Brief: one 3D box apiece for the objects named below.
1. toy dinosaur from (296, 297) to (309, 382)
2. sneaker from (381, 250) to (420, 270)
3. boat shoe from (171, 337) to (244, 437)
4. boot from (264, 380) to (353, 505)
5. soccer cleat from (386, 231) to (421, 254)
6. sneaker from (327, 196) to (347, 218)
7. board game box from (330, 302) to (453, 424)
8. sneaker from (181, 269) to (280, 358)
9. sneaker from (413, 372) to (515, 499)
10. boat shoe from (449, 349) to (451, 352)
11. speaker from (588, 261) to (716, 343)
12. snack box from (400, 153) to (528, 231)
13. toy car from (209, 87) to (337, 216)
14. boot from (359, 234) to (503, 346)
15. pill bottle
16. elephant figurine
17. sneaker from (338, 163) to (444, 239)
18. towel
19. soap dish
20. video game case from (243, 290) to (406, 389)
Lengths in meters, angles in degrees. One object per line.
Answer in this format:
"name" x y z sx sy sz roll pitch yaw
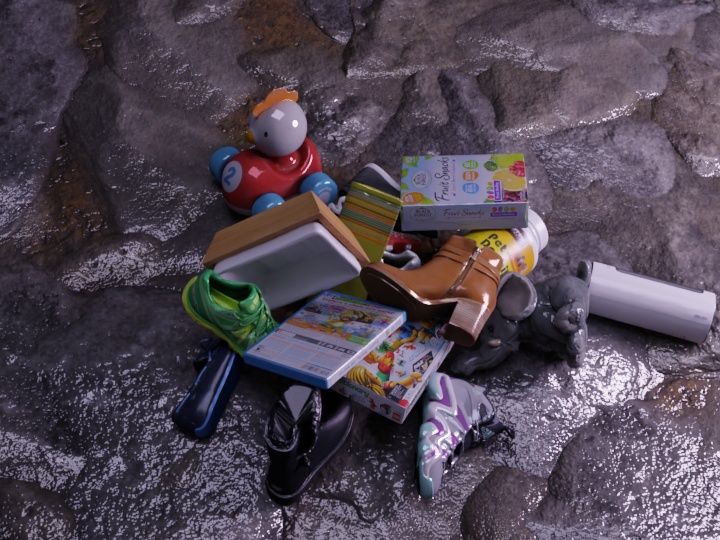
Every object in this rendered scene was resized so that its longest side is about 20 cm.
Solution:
"toy dinosaur" -0.065 0.093 1.704 0.087 0.048 0.200 33 59 13
"sneaker" 0.000 0.000 1.761 0.196 0.081 0.071 -6 53 -8
"boat shoe" -0.213 0.139 1.630 0.067 0.085 0.202 15 49 11
"boot" -0.065 0.202 1.534 0.075 0.170 0.201 26 53 15
"soccer cleat" -0.001 -0.055 1.811 0.196 0.069 0.087 -4 63 -2
"sneaker" -0.068 -0.037 1.736 0.198 0.075 0.082 -31 76 12
"board game box" 0.044 0.120 1.586 0.125 0.035 0.200 25 38 13
"sneaker" -0.158 0.070 1.594 0.198 0.084 0.075 31 44 -12
"sneaker" 0.149 0.234 1.586 0.137 0.078 0.202 8 51 3
"boat shoe" 0.036 0.116 1.666 0.196 0.073 0.066 -9 68 -15
"speaker" 0.444 0.050 1.760 0.196 0.082 0.082 15 51 8
"snack box" 0.162 -0.124 1.778 0.196 0.054 0.143 -1 37 5
"toy car" -0.148 -0.203 1.815 0.175 0.202 0.184 -24 46 -22
"boot" 0.109 0.001 1.632 0.197 0.077 0.157 24 56 3
"pill bottle" 0.203 -0.017 1.772 0.199 0.110 0.109 -36 62 -29
"elephant figurine" 0.241 0.072 1.700 0.196 0.144 0.155 3 22 16
"sneaker" 0.043 -0.092 1.848 0.099 0.071 0.199 -34 55 -26
"towel" -0.009 -0.026 1.695 0.085 0.018 0.203 21 89 8
"soap dish" -0.107 -0.026 1.638 0.197 0.157 0.082 -22 55 19
"video game case" -0.047 0.091 1.555 0.141 0.018 0.199 13 32 31
